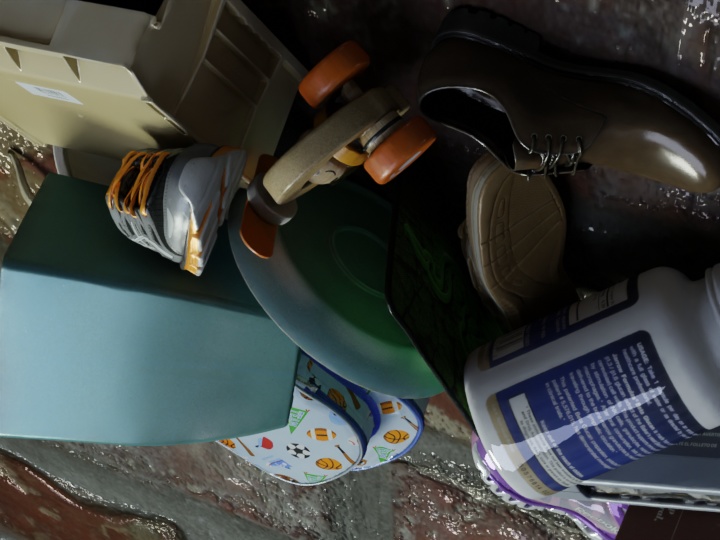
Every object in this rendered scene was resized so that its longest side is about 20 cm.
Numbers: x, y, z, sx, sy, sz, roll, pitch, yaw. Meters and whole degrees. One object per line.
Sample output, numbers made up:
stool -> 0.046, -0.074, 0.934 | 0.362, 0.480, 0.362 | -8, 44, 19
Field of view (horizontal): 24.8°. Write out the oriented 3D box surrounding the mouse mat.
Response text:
mouse mat -> 0.066, 0.024, 1.125 | 0.008, 0.161, 0.200 | -15, 133, 22

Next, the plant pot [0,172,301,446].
plant pot -> -0.139, 0.035, 1.149 | 0.200, 0.141, 0.142 | 8, 118, -1

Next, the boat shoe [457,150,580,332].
boat shoe -> 0.099, -0.014, 1.118 | 0.069, 0.074, 0.200 | 43, 162, 39

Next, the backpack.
backpack -> -0.034, 0.083, 1.320 | 0.190, 0.154, 0.200 | 28, 150, -20

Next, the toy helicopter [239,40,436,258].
toy helicopter -> -0.022, -0.069, 1.056 | 0.079, 0.132, 0.200 | 49, -175, 2

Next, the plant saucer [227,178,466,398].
plant saucer -> 0.000, 0.000, 1.127 | 0.200, 0.200, 0.027 | 35, 121, -12

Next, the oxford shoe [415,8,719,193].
oxford shoe -> 0.125, -0.080, 0.978 | 0.200, 0.084, 0.073 | 20, 148, 12

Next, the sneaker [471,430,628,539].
sneaker -> 0.184, 0.166, 1.333 | 0.200, 0.081, 0.088 | 32, 145, -15

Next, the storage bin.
storage bin -> -0.167, -0.140, 1.064 | 0.200, 0.094, 0.199 | 14, 168, 25

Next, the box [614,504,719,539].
box -> 0.316, 0.193, 1.159 | 0.164, 0.166, 0.200 | -6, 136, 47

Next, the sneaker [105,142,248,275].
sneaker -> -0.120, -0.044, 1.017 | 0.077, 0.078, 0.200 | 25, 170, -7

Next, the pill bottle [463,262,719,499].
pill bottle -> 0.178, 0.065, 1.073 | 0.200, 0.111, 0.111 | -26, 126, 21

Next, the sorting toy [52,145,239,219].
sorting toy -> -0.164, -0.045, 1.300 | 0.200, 0.107, 0.180 | 30, 170, -1

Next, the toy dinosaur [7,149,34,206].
toy dinosaur -> -0.232, -0.018, 1.410 | 0.200, 0.047, 0.088 | 50, 173, -31

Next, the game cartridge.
game cartridge -> 0.222, 0.098, 1.122 | 0.200, 0.133, 0.042 | -1, 142, 40
